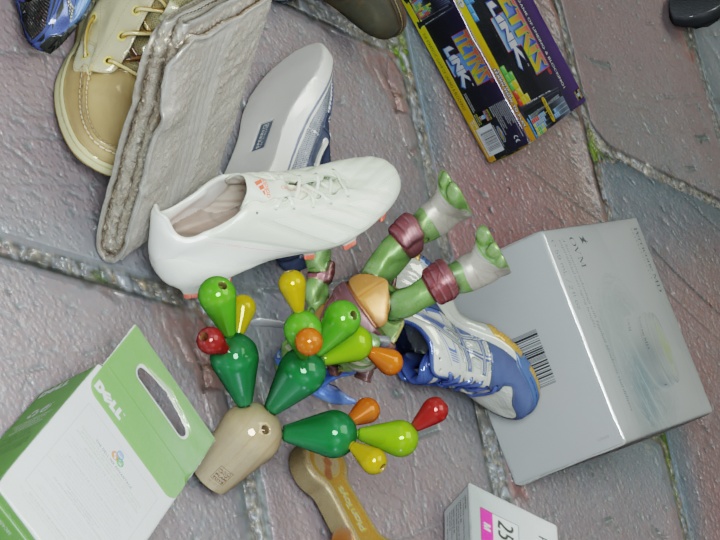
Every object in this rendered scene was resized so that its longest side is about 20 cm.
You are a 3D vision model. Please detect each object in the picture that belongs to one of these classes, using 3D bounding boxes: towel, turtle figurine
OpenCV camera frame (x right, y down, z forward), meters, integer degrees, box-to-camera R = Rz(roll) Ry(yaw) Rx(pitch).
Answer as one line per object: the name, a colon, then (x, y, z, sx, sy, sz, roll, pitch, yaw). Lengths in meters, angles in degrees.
towel: (-0.124, -0.109, 1.458, 0.034, 0.201, 0.132, 30, 35, 15)
turtle figurine: (0.000, 0.000, 1.535, 0.200, 0.194, 0.144, 57, -1, -22)

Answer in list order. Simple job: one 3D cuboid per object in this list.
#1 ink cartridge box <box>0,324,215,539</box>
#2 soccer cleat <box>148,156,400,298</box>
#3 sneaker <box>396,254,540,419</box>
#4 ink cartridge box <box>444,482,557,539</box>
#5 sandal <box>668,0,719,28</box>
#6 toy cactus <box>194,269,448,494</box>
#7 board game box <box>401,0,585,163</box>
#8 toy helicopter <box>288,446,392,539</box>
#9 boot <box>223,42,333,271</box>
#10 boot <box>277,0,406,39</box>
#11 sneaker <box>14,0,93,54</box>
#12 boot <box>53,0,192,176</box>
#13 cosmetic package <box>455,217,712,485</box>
ink cartridge box: (-0.179, 0.133, 1.320, 0.104, 0.059, 0.200, 56, 32, -14)
soccer cleat: (-0.059, -0.045, 1.480, 0.069, 0.199, 0.078, 50, -25, 43)
sneaker: (0.068, 0.075, 1.727, 0.200, 0.075, 0.088, 42, 49, -21)
ink cartridge box: (0.148, 0.284, 1.634, 0.173, 0.044, 0.200, 27, 34, -18)
sandal: (0.437, -0.334, 2.545, 0.200, 0.076, 0.043, -44, 132, -56)
toy cactus: (-0.050, 0.094, 1.433, 0.200, 0.165, 0.102, 35, 13, -29)
board game box: (0.131, -0.224, 2.029, 0.200, 0.057, 0.165, 61, 33, -6)
toy helicopter: (-0.001, 0.217, 1.531, 0.132, 0.079, 0.200, -15, 70, -49)
boot: (-0.052, -0.092, 1.667, 0.090, 0.073, 0.200, 53, 41, -31)
boot: (-0.047, -0.251, 1.787, 0.200, 0.075, 0.097, 42, 49, -20)
sneaker: (-0.249, -0.243, 1.483, 0.078, 0.075, 0.201, 9, 53, -43)
boot: (-0.148, -0.178, 1.484, 0.073, 0.155, 0.201, 30, 42, -24)
cosmetic package: (0.199, 0.069, 1.861, 0.200, 0.123, 0.200, -9, 76, -59)
